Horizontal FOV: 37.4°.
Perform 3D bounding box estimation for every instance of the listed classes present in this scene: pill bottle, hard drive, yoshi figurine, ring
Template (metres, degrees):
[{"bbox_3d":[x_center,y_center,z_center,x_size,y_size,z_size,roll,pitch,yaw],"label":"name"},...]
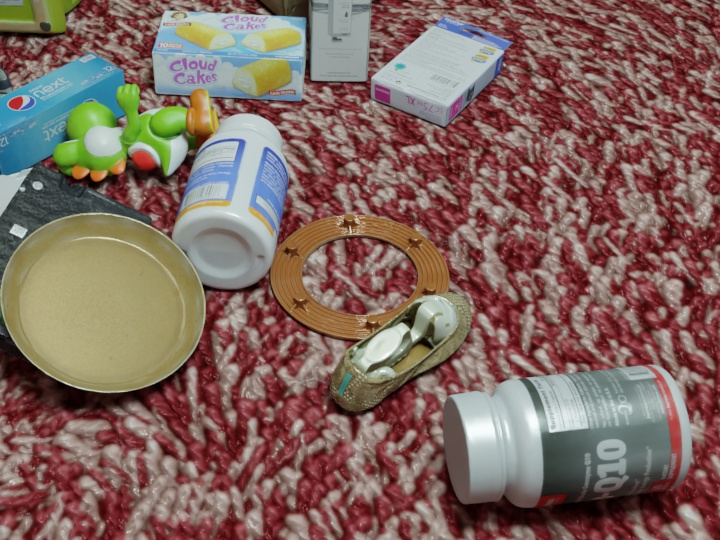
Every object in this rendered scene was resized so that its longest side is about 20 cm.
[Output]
[{"bbox_3d":[0.181,0.151,0.953,0.198,0.114,0.114,-5,43,-9],"label":"pill bottle"},{"bbox_3d":[-0.317,-0.003,1.091,0.139,0.038,0.201,25,53,-7],"label":"hard drive"},{"bbox_3d":[-0.273,-0.175,1.283,0.199,0.113,0.112,-13,23,-1],"label":"yoshi figurine"},{"bbox_3d":[0.000,0.000,1.173,0.199,0.019,0.201,2,44,-2],"label":"ring"},{"bbox_3d":[-0.139,-0.084,1.187,0.111,0.113,0.201,5,42,1],"label":"pill bottle"}]

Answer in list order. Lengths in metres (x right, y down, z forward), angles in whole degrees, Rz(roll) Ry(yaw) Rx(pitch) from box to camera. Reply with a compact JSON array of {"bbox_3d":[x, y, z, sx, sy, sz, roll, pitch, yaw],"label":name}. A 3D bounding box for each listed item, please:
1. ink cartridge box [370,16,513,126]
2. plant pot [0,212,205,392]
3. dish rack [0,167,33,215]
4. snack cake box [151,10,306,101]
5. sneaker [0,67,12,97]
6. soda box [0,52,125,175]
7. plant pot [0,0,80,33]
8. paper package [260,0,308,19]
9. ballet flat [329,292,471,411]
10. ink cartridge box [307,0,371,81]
[{"bbox_3d":[0.115,-0.277,1.465,0.119,0.042,0.200,25,49,22],"label":"ink cartridge box"},{"bbox_3d":[-0.254,0.034,1.057,0.199,0.028,0.201,11,57,-16],"label":"plant pot"},{"bbox_3d":[-0.388,-0.043,1.176,0.171,0.044,0.200,-21,47,-24],"label":"dish rack"},{"bbox_3d":[-0.174,-0.292,1.441,0.198,0.067,0.115,2,43,-2],"label":"snack cake box"},{"bbox_3d":[-0.509,-0.259,1.365,0.145,0.077,0.203,-4,52,9],"label":"sneaker"},{"bbox_3d":[-0.386,-0.193,1.319,0.064,0.068,0.200,30,49,27],"label":"soda box"},{"bbox_3d":[-0.499,-0.447,1.499,0.198,0.200,0.182,2,49,-2],"label":"plant pot"},{"bbox_3d":[-0.083,-0.481,1.625,0.190,0.104,0.200,-21,47,-26],"label":"paper package"},{"bbox_3d":[0.051,0.069,1.065,0.070,0.065,0.200,38,53,18],"label":"ballet flat"},{"bbox_3d":[-0.029,-0.381,1.448,0.082,0.201,0.147,0,42,-4],"label":"ink cartridge box"}]
